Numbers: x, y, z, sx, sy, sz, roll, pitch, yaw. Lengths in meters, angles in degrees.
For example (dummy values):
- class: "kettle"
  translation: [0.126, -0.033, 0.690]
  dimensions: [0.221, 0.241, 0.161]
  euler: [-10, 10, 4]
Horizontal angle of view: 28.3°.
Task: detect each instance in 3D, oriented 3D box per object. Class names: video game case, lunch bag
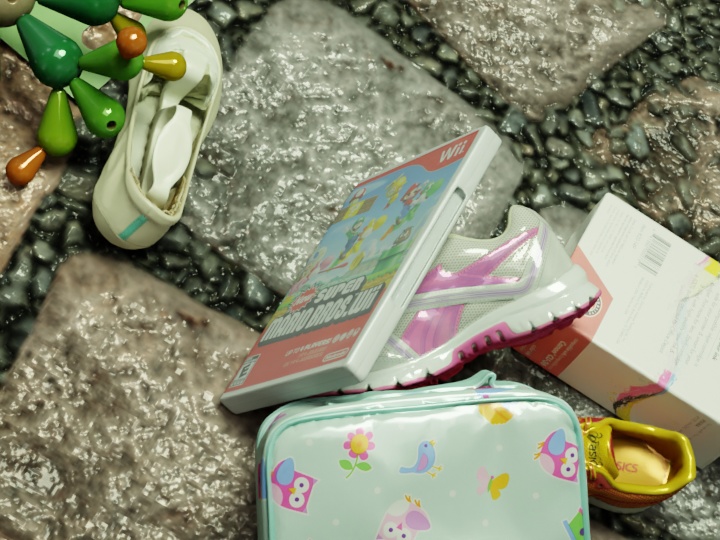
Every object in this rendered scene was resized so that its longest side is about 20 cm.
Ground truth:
- class: "video game case"
  translation: [0.000, 0.000, 0.902]
  dimensions: [0.017, 0.143, 0.201]
  euler: [44, 56, -19]
- class: "lunch bag"
  translation: [0.038, 0.143, 0.840]
  dimensions: [0.198, 0.077, 0.162]
  euler: [-4, 87, -9]

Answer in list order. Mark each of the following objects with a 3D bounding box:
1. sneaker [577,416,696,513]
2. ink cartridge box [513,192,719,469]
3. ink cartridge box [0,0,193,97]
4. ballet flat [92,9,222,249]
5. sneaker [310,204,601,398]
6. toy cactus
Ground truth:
- class: "sneaker"
  translation: [0.120, 0.116, 0.919]
  dimensions: [0.198, 0.077, 0.073]
  euler: [1, 65, -16]
- class: "ink cartridge box"
  translation: [0.220, 0.053, 0.990]
  dimensions: [0.199, 0.068, 0.117]
  euler: [33, 59, 2]
- class: "ink cartridge box"
  translation: [-0.225, -0.229, 0.997]
  dimensions: [0.200, 0.048, 0.146]
  euler: [37, 58, 5]
- class: "ballet flat"
  translation: [-0.125, -0.106, 0.955]
  dimensions: [0.069, 0.070, 0.201]
  euler: [16, 61, -10]
- class: "sneaker"
  translation: [0.048, 0.023, 0.913]
  dimensions: [0.199, 0.081, 0.089]
  euler: [-23, 79, -2]
- class: "toy cactus"
  translation: [-0.212, -0.150, 0.911]
  dimensions: [0.200, 0.102, 0.165]
  euler: [-38, 86, -6]
